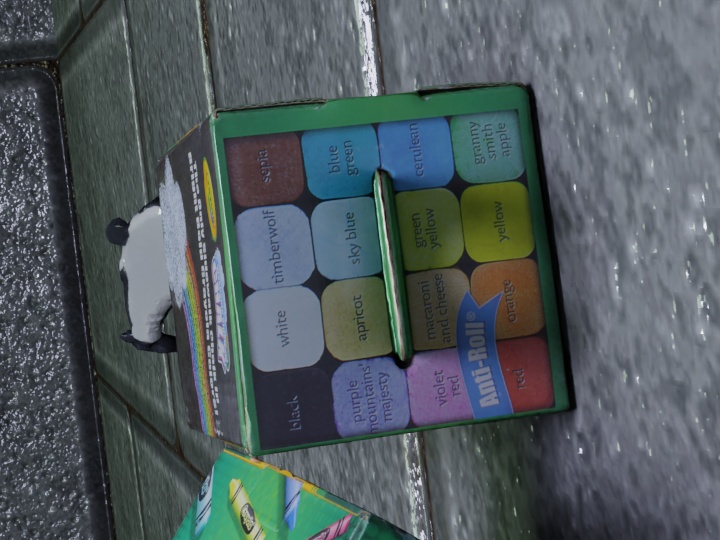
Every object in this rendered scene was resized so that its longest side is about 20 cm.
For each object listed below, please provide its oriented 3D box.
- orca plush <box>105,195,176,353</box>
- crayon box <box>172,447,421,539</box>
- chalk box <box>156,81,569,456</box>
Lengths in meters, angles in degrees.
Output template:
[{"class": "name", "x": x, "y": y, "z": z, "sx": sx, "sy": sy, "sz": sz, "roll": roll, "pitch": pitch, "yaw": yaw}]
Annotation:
[{"class": "orca plush", "x": -0.157, "y": -0.006, "z": 1.488, "sx": 0.105, "sy": 0.071, "sz": 0.201, "roll": 23, "pitch": 139, "yaw": 21}, {"class": "crayon box", "x": 0.010, "y": 0.120, "z": 0.578, "sx": 0.059, "sy": 0.118, "sz": 0.200, "roll": -61, "pitch": 14, "yaw": -9}, {"class": "chalk box", "x": 0.000, "y": 0.000, "z": 0.660, "sx": 0.200, "sy": 0.123, "sz": 0.126, "roll": 174, "pitch": 90, "yaw": -76}]
